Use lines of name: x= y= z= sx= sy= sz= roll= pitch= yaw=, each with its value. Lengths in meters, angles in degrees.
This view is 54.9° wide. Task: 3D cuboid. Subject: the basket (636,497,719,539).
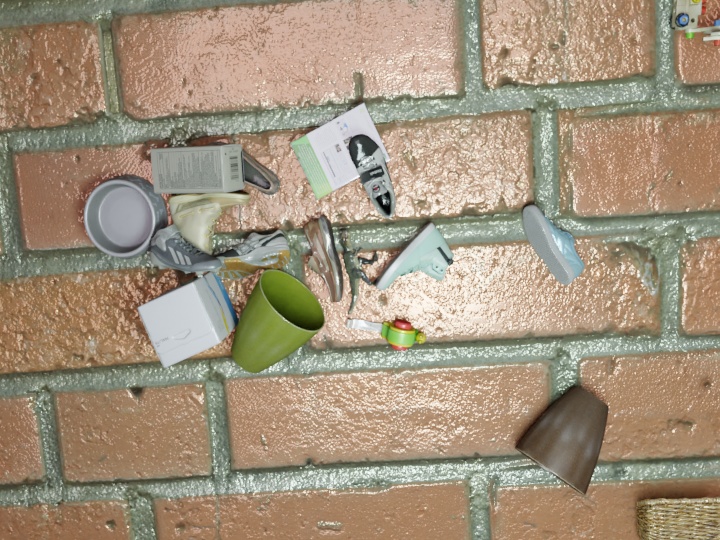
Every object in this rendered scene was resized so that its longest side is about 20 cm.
basket: x=0.759 y=0.574 z=1.639 sx=0.194 sy=0.143 sz=0.153 roll=-5 pitch=101 yaw=9

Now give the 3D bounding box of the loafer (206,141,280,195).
loafer: x=-0.277 y=-0.240 z=1.602 sx=0.197 sy=0.063 sz=0.073 roll=28 pitch=98 yaw=-2

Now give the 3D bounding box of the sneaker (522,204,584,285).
sneaker: x=0.450 y=-0.070 z=1.607 sx=0.081 sy=0.074 sz=0.203 roll=-30 pitch=92 yaw=-24

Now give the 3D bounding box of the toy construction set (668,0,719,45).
toy construction set: x=0.748 y=-0.585 z=1.507 sx=0.127 sy=0.092 sz=0.206 roll=-2 pitch=88 yaw=2

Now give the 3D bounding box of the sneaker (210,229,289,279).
sneaker: x=-0.262 y=-0.041 z=1.627 sx=0.194 sy=0.076 sz=0.089 roll=-10 pitch=56 yaw=0

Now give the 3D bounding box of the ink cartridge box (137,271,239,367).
ink cartridge box: x=-0.388 y=0.104 z=1.586 sx=0.144 sy=0.200 sz=0.149 roll=-23 pitch=97 yaw=5

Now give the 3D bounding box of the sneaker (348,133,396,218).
sneaker: x=0.035 y=-0.209 z=1.555 sx=0.073 sy=0.089 sz=0.203 roll=-25 pitch=113 yaw=7

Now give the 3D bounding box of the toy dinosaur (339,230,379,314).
toy dinosaur: x=0.000 y=0.000 z=1.639 sx=0.086 sy=0.048 sz=0.206 roll=-6 pitch=102 yaw=6

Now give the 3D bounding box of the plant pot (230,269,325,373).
plant pot: x=-0.211 y=0.136 z=1.611 sx=0.186 sy=0.188 sz=0.201 roll=40 pitch=113 yaw=-4

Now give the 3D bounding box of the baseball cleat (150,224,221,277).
baseball cleat: x=-0.401 y=-0.047 z=1.565 sx=0.195 sy=0.070 sz=0.110 roll=5 pitch=103 yaw=23

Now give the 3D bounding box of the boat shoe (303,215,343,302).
boat shoe: x=-0.087 y=-0.023 z=1.626 sx=0.070 sy=0.076 sz=0.206 roll=-13 pitch=89 yaw=8

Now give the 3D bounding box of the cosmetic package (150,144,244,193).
cosmetic package: x=-0.366 y=-0.229 z=1.561 sx=0.195 sy=0.087 sz=0.106 roll=4 pitch=103 yaw=23

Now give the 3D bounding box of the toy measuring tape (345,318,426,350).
toy measuring tape: x=0.060 y=0.147 z=1.642 sx=0.194 sy=0.074 sz=0.076 roll=10 pitch=99 yaw=0

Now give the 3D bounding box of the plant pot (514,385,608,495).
plant pot: x=0.489 y=0.381 z=1.620 sx=0.185 sy=0.187 sz=0.203 roll=33 pitch=84 yaw=-3

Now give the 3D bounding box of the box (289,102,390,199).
box: x=-0.046 y=-0.275 z=1.604 sx=0.196 sy=0.036 sz=0.147 roll=-26 pitch=96 yaw=4

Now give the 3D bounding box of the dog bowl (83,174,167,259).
dog bowl: x=-0.558 y=-0.124 z=1.632 sx=0.194 sy=0.059 sz=0.206 roll=0 pitch=98 yaw=2

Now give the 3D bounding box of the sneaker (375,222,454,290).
sneaker: x=0.132 y=0.000 z=1.603 sx=0.200 sy=0.074 sz=0.119 roll=-44 pitch=96 yaw=-7

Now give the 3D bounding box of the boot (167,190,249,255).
boot: x=-0.347 y=-0.106 z=1.619 sx=0.194 sy=0.073 sz=0.160 roll=-5 pitch=98 yaw=5
